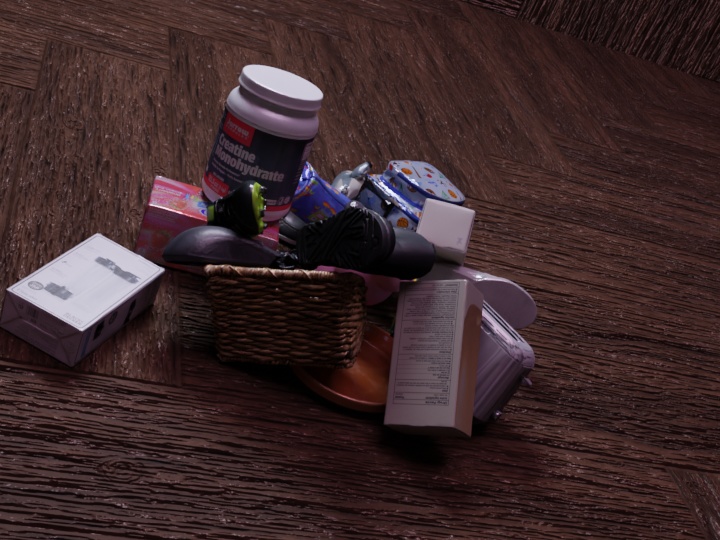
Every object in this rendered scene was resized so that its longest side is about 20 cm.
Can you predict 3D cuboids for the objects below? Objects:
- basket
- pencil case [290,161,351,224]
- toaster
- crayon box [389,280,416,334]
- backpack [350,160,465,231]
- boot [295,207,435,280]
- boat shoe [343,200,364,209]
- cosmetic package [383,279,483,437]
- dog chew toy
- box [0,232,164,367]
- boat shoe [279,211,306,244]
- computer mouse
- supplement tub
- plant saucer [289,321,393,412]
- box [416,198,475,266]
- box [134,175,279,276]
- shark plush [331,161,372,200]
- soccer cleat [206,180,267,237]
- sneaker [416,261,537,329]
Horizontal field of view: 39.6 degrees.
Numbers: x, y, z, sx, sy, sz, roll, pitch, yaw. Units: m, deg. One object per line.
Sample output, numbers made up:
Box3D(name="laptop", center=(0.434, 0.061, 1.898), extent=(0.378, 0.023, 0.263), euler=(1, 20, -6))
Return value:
Box3D(name="basket", center=(-0.093, 0.032, 1.345), extent=(0.200, 0.149, 0.143), euler=(2, 28, 12))
Box3D(name="pencil case", center=(-0.055, -0.101, 1.637), extent=(0.200, 0.087, 0.078), euler=(38, 40, -41))
Box3D(name="toaster", center=(0.152, 0.114, 1.423), extent=(0.200, 0.129, 0.114), euler=(46, 10, 24))
Box3D(name="crayon box", center=(0.122, 0.064, 1.596), extent=(0.119, 0.058, 0.200), euler=(23, 29, 0))
Box3D(name="backpack", center=(0.101, -0.099, 1.769), extent=(0.200, 0.154, 0.191), euler=(-11, 54, -49))
Box3D(name="boot", center=(0.034, -0.031, 1.289), extent=(0.168, 0.077, 0.200), euler=(5, -6, -33))
Box3D(name="boat shoe", center=(0.021, -0.053, 1.616), extent=(0.200, 0.073, 0.063), euler=(43, 41, -61))
Box3D(name="cosmetic package", center=(0.100, 0.117, 1.334), extent=(0.105, 0.200, 0.071), euler=(0, -19, 28))
Box3D(name="dog chew toy", center=(0.000, 0.000, 1.483), extent=(0.200, 0.125, 0.124), euler=(-9, 8, 38))
Box3D(name="box", center=(-0.359, 0.034, 1.308), extent=(0.117, 0.060, 0.200), euler=(27, 30, 7))
Box3D(name="boat shoe", center=(-0.145, -0.111, 1.691), extent=(0.200, 0.060, 0.074), euler=(37, 26, 22))
Box3D(name="computer mouse", center=(-0.169, -0.029, 1.347), extent=(0.200, 0.053, 0.138), euler=(6, -4, -30))
Box3D(name="supplement tub", center=(-0.145, -0.188, 1.482), extent=(0.140, 0.200, 0.140), euler=(18, 24, -8))
Box3D(name="plant saucer", center=(-0.013, 0.132, 1.418), extent=(0.200, 0.032, 0.200), euler=(18, 30, -11))
Box3D(name="box", center=(0.132, -0.054, 1.560), extent=(0.082, 0.069, 0.200), euler=(15, -6, 5))
Box3D(name="box", center=(-0.229, -0.056, 1.507), extent=(0.200, 0.095, 0.103), euler=(16, 29, -12))
Box3D(name="shark plush", center=(-0.050, -0.128, 1.822), extent=(0.083, 0.091, 0.200), euler=(16, 45, 29))
Box3D(name="soccer cleat", center=(-0.169, -0.077, 1.357), extent=(0.081, 0.068, 0.200), euler=(0, -8, -9))
Box3D(name="sneaker", center=(0.183, 0.028, 1.578), extent=(0.200, 0.075, 0.089), euler=(23, 13, -5))
